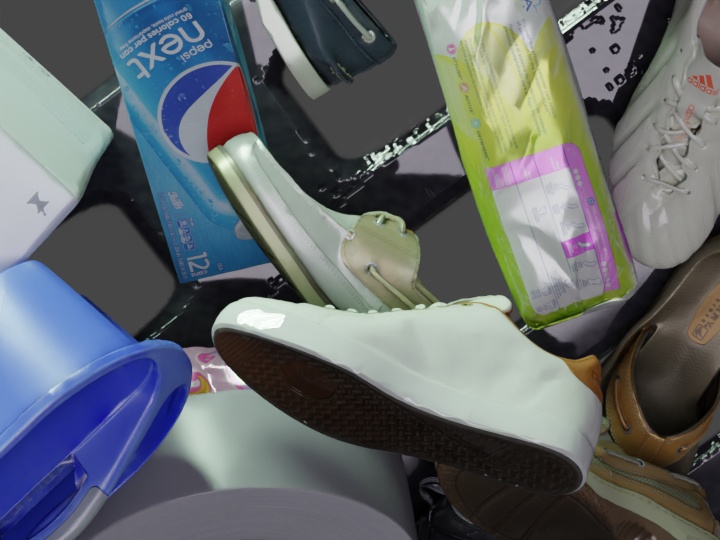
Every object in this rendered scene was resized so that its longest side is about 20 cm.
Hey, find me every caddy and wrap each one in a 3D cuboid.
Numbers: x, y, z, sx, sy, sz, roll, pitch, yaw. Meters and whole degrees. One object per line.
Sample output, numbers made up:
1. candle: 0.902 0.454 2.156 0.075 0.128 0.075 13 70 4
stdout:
1. caddy: -0.171 0.093 1.178 0.200 0.141 0.105 -43 69 0

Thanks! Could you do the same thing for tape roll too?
1. tape roll: -0.069 0.149 1.312 0.199 0.066 0.201 -6 141 -5

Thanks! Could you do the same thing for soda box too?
1. soda box: -0.090 -0.095 1.276 0.064 0.068 0.201 -13 126 2

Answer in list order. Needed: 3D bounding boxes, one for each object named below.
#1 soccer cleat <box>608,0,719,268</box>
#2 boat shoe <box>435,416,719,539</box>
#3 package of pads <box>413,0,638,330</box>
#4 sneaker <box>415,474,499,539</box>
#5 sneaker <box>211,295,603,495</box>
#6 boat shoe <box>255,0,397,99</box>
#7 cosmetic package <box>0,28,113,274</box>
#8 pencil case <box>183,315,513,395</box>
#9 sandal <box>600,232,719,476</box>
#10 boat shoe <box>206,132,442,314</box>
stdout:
1. soccer cleat: 0.183 -0.094 1.315 0.069 0.078 0.201 14 103 -5
2. boat shoe: 0.116 0.112 1.306 0.072 0.076 0.200 -26 138 37
3. package of pads: 0.081 -0.080 1.275 0.068 0.155 0.201 -19 103 3
4. sneaker: 0.112 0.178 1.367 0.199 0.076 0.114 16 118 -2
5. sneaker: 0.026 0.045 1.218 0.199 0.073 0.085 20 58 0
6. boat shoe: -0.047 -0.188 1.286 0.062 0.075 0.201 -27 104 6
7. cosmetic package: -0.243 -0.023 1.254 0.123 0.200 0.199 42 98 -11
8. pencil case: -0.002 0.070 1.344 0.199 0.087 0.088 -8 104 -1
9. sandal: 0.174 0.070 1.363 0.080 0.054 0.201 28 106 -8
10. boat shoe: 0.000 0.000 1.263 0.068 0.075 0.200 -39 107 -2
